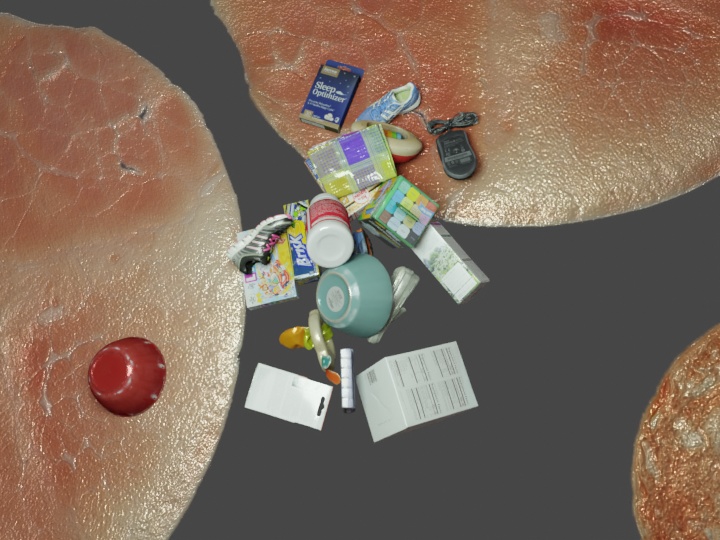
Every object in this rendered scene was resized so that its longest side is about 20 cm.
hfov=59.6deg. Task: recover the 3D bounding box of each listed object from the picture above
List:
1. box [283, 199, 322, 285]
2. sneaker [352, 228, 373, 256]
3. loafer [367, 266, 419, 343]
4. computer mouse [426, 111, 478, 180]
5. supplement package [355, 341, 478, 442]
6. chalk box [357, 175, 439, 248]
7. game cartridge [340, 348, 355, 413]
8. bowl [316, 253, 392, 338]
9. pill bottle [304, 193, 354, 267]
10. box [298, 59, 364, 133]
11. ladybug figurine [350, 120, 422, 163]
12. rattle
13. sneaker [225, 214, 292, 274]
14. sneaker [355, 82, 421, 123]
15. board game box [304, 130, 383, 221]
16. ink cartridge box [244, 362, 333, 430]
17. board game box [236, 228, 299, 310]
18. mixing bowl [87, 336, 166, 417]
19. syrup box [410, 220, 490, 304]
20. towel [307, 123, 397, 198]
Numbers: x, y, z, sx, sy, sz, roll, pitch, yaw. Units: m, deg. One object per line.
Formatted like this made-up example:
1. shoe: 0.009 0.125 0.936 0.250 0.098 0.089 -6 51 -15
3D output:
1. box: -0.145 -0.070 1.606 0.069 0.064 0.204 -11 73 5
2. sneaker: 0.000 0.000 1.572 0.077 0.075 0.204 -18 67 16
3. loafer: 0.080 0.091 1.529 0.069 0.070 0.203 27 92 -15
4. computer mouse: 0.250 -0.310 1.624 0.136 0.053 0.204 -10 62 7
5. supplement package: 0.121 0.267 1.390 0.197 0.152 0.153 -7 70 -32
6. chalk box: 0.095 -0.138 1.502 0.124 0.200 0.125 36 82 -13
7. game cartridge: -0.028 0.253 1.433 0.037 0.200 0.133 2 75 0
8. bowl: -0.030 0.060 1.485 0.198 0.104 0.206 -1 88 41
9. pill bottle: -0.078 -0.103 1.500 0.110 0.114 0.201 -17 32 3
10. box: -0.078 -0.486 1.724 0.119 0.032 0.203 19 78 13
11. ladybug figurine: 0.065 -0.326 1.615 0.196 0.073 0.137 11 33 -13
12. rattle: -0.124 0.196 1.473 0.140 0.132 0.202 -7 45 -3
13. sneaker: -0.240 -0.061 1.573 0.198 0.074 0.088 -35 77 10
14. sneaker: 0.067 -0.434 1.666 0.198 0.077 0.076 -33 75 0
15. board game box: -0.033 -0.242 1.645 0.150 0.046 0.202 -33 73 -2
16. ink cartridge box: -0.169 0.305 1.518 0.196 0.050 0.111 15 77 11
17. board game box: -0.239 -0.012 1.619 0.132 0.034 0.204 -13 74 5
18. mixing bowl: -0.596 0.256 1.562 0.196 0.109 0.205 -2 74 7
19. syrup box: 0.211 -0.022 1.521 0.079 0.081 0.201 -47 71 23
20. towel: -0.020 -0.266 1.560 0.196 0.023 0.146 -16 109 15
